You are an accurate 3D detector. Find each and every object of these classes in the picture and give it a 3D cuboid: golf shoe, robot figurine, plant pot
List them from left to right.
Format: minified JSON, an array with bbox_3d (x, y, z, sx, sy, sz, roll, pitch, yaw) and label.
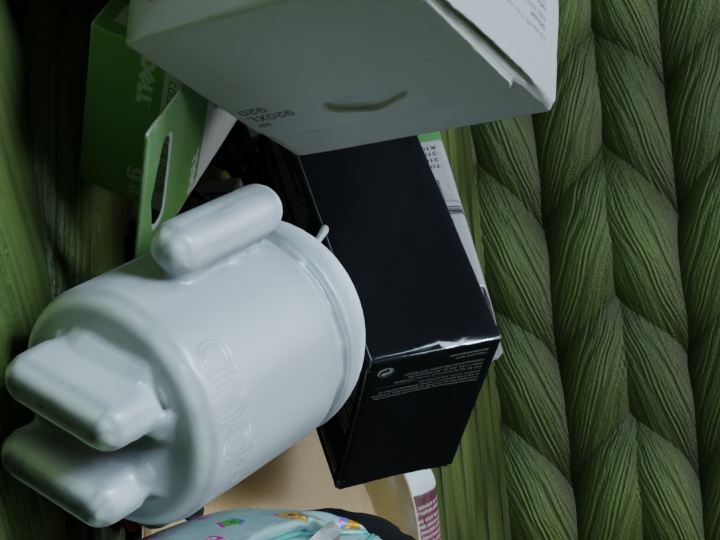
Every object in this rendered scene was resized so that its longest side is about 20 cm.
[{"bbox_3d":[-0.074,0.043,0.679,0.200,0.113,0.170,-31,143,-49],"label":"robot figurine"},{"bbox_3d":[-0.062,-0.107,0.933,0.078,0.095,0.200,41,-5,16],"label":"golf shoe"},{"bbox_3d":[-0.047,0.157,0.843,0.200,0.027,0.201,14,67,-37],"label":"plant pot"}]

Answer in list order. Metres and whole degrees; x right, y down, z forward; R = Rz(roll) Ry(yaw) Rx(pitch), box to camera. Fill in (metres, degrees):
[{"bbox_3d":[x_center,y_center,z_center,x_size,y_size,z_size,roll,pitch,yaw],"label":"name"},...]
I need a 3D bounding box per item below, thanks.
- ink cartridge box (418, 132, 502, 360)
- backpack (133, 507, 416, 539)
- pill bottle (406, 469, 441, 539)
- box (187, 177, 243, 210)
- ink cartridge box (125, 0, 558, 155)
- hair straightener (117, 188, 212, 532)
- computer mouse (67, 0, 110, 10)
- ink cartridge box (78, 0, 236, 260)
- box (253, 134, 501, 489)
[{"bbox_3d":[0.009,-0.014,1.064,0.084,0.146,0.200,73,2,-46],"label":"ink cartridge box"},{"bbox_3d":[-0.067,0.177,0.663,0.200,0.167,0.127,-9,75,-64],"label":"backpack"},{"bbox_3d":[0.006,0.209,1.131,0.114,0.114,0.201,-17,102,-79],"label":"pill bottle"},{"bbox_3d":[-0.078,0.033,0.967,0.039,0.041,0.200,-83,163,-55],"label":"box"},{"bbox_3d":[-0.002,-0.177,0.671,0.145,0.147,0.200,28,59,-53],"label":"ink cartridge box"},{"bbox_3d":[-0.090,0.041,0.792,0.041,0.077,0.200,64,23,-59],"label":"hair straightener"},{"bbox_3d":[-0.138,-0.163,0.758,0.200,0.046,0.141,-81,172,-58],"label":"computer mouse"},{"bbox_3d":[-0.096,-0.101,0.744,0.104,0.059,0.200,107,6,-46],"label":"ink cartridge box"},{"bbox_3d":[0.000,0.000,0.831,0.141,0.079,0.200,107,-31,-53],"label":"box"}]
